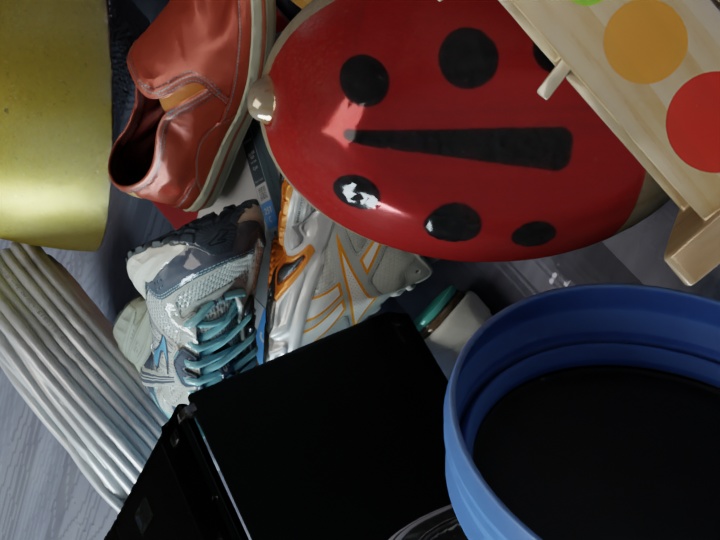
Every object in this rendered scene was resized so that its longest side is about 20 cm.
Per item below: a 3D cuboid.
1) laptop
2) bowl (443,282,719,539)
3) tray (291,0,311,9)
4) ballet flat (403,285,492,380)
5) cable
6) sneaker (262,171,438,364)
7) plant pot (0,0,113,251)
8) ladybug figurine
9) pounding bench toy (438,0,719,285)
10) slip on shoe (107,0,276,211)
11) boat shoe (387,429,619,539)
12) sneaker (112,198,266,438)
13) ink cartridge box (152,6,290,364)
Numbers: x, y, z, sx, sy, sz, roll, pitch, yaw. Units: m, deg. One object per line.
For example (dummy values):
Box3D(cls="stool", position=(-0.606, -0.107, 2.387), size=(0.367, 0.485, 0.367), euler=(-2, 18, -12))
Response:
Box3D(cls="laptop", position=(-0.028, 0.146, 0.869), size=(0.201, 0.103, 0.178), euler=(-60, 41, 29))
Box3D(cls="bowl", position=(0.128, 0.080, 0.715), size=(0.200, 0.200, 0.040), euler=(40, 133, 32))
Box3D(cls="tray", position=(-0.012, -0.168, 0.845), size=(0.200, 0.037, 0.100), euler=(-134, 37, -60))
Box3D(cls="ballet flat", position=(0.017, 0.075, 0.973), size=(0.200, 0.069, 0.070), euler=(-39, 76, 51))
Box3D(cls="cable", position=(-0.169, 0.069, 1.123), size=(0.201, 0.069, 0.200), euler=(58, 169, -31))
Box3D(cls="sneaker", position=(0.000, 0.000, 0.913), size=(0.201, 0.091, 0.076), euler=(101, 172, -48))
Box3D(cls="plant pot", position=(-0.228, -0.108, 1.054), size=(0.200, 0.141, 0.202), euler=(176, 90, -73))
Box3D(cls="ladybug figurine", position=(0.053, -0.062, 0.748), size=(0.072, 0.198, 0.137), euler=(-108, 18, -66))
Box3D(cls="pounding bench toy", position=(0.151, -0.116, 0.617), size=(0.200, 0.124, 0.156), euler=(-42, 91, 21))
Box3D(cls="slip on shoe", position=(-0.086, -0.107, 0.932), size=(0.201, 0.061, 0.074), euler=(114, 147, -44))
Box3D(cls="boat shoe", position=(0.103, 0.111, 0.766), size=(0.068, 0.197, 0.074), euler=(100, 164, -49))
Box3D(cls="sneaker", position=(-0.076, 0.031, 0.962), size=(0.087, 0.077, 0.200), euler=(62, 162, 14))
Box3D(cls="ink cartridge box", position=(-0.068, -0.053, 1.024), size=(0.176, 0.044, 0.201), euler=(45, 137, 26))
